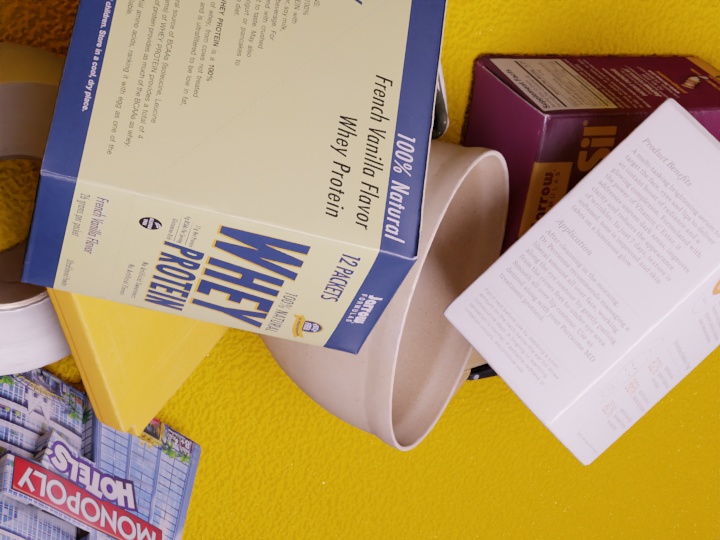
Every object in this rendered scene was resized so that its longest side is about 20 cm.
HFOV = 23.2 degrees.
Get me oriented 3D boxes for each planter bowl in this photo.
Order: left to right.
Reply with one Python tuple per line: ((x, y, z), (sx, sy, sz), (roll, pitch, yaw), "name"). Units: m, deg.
((0.000, 0.000, 1.146), (0.200, 0.134, 0.202), (18, 90, -73), "planter bowl")

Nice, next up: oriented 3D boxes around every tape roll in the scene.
((-0.227, -0.038, 1.093), (0.201, 0.071, 0.204), (-13, 123, -21), "tape roll")

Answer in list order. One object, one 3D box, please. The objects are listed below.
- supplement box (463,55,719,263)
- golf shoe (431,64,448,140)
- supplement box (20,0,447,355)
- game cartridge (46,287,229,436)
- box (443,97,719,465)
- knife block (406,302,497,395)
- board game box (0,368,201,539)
((0.179, -0.078, 1.267), (0.199, 0.103, 0.132), (-4, 120, -25), "supplement box")
((0.016, -0.173, 1.130), (0.078, 0.097, 0.201), (-30, 126, -7), "golf shoe")
((-0.069, -0.085, 0.981), (0.198, 0.201, 0.134), (12, 153, -10), "supplement box")
((-0.115, -0.014, 1.111), (0.200, 0.032, 0.177), (-51, 150, -30), "game cartridge")
((0.174, 0.012, 1.149), (0.200, 0.106, 0.152), (-43, 157, 1), "box")
((0.052, 0.023, 1.281), (0.199, 0.064, 0.176), (31, 100, -37), "knife block")
((-0.192, 0.168, 1.147), (0.061, 0.201, 0.200), (-31, 134, 27), "board game box")
